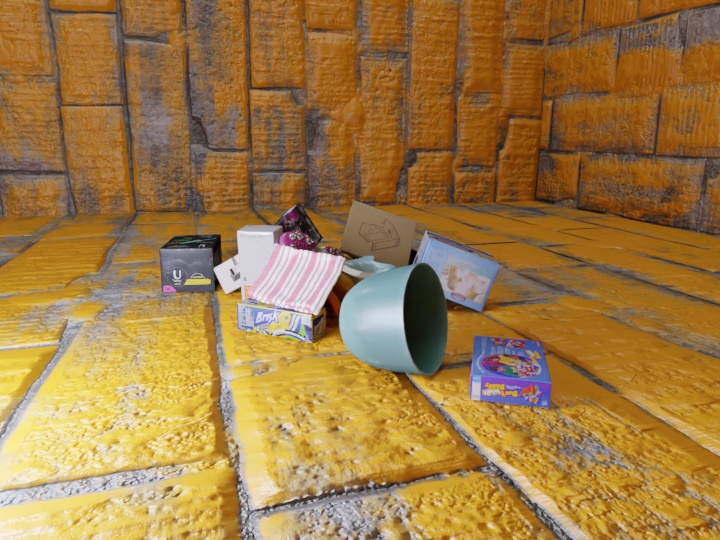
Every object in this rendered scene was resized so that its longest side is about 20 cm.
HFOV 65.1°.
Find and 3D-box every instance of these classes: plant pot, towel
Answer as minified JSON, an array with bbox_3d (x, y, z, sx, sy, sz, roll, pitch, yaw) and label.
[{"bbox_3d":[0.056,0.095,1.069,0.158,0.206,0.199,-6,8,31],"label":"plant pot"},{"bbox_3d":[-0.142,0.015,1.250,0.196,0.030,0.148,11,60,29],"label":"towel"}]

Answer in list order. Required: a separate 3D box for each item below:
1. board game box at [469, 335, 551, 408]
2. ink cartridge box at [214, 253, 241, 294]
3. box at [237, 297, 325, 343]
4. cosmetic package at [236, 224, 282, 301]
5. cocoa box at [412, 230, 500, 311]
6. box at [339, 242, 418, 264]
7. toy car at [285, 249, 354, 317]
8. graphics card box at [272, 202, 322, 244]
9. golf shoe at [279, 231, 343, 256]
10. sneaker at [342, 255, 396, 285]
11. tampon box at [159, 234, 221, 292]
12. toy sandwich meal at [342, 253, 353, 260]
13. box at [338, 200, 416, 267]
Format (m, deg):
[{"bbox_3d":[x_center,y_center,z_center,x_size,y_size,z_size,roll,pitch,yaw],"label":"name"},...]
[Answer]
[{"bbox_3d":[0.269,0.178,1.029,0.131,0.046,0.200,4,14,13],"label":"board game box"},{"bbox_3d":[-0.287,-0.023,1.577,0.197,0.084,0.146,-26,3,30],"label":"ink cartridge box"},{"bbox_3d":[-0.177,0.108,1.262,0.196,0.066,0.070,7,15,24],"label":"box"},{"bbox_3d":[-0.248,-0.008,1.431,0.099,0.205,0.071,2,17,12],"label":"cosmetic package"},{"bbox_3d":[0.241,-0.001,1.472,0.196,0.136,0.131,20,13,-2],"label":"cocoa box"},{"bbox_3d":[0.061,-0.056,1.718,0.197,0.106,0.182,24,6,-21],"label":"box"},{"bbox_3d":[-0.117,0.057,1.341,0.196,0.177,0.152,8,51,27],"label":"toy car"},{"bbox_3d":[-0.182,-0.089,1.541,0.050,0.127,0.201,-27,16,25],"label":"graphics card box"},{"bbox_3d":[-0.135,-0.036,1.449,0.198,0.077,0.091,25,-32,-35],"label":"golf shoe"},{"bbox_3d":[0.000,0.000,1.389,0.196,0.075,0.083,16,54,22],"label":"sneaker"},{"bbox_3d":[-0.490,-0.023,1.653,0.146,0.130,0.200,-1,14,-6],"label":"tampon box"},{"bbox_3d":[-0.061,-0.019,1.630,0.202,0.071,0.205,31,-3,2],"label":"toy sandwich meal"},{"bbox_3d":[0.051,-0.095,1.580,0.196,0.167,0.021,18,-25,-6],"label":"box"}]
